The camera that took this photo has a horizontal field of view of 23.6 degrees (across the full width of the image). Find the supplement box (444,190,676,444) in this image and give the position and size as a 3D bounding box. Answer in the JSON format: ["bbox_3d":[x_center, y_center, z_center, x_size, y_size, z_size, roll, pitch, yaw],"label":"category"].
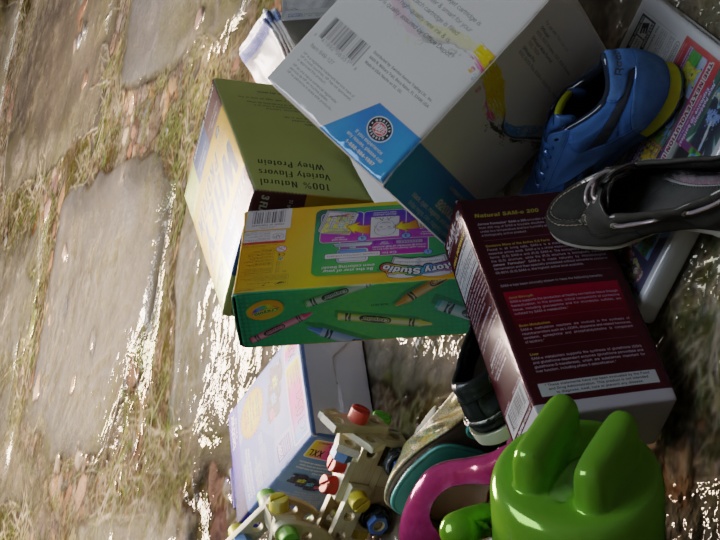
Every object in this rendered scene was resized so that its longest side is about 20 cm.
[{"bbox_3d":[0.141,0.035,1.259,0.061,0.109,0.200,104,156,-51],"label":"supplement box"}]

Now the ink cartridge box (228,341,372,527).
[{"bbox_3d":[-0.067,0.167,1.701,0.200,0.076,0.136,-54,33,41],"label":"ink cartridge box"}]

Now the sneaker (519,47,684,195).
[{"bbox_3d":[0.160,-0.099,1.316,0.200,0.078,0.066,-51,37,43],"label":"sneaker"}]

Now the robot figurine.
[{"bbox_3d":[0.147,0.183,1.164,0.116,0.175,0.200,-51,-33,-44],"label":"robot figurine"}]

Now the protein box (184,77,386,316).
[{"bbox_3d":[-0.040,-0.063,1.594,0.200,0.198,0.135,-114,34,-52],"label":"protein box"}]

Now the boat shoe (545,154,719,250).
[{"bbox_3d":[0.206,-0.055,1.200,0.200,0.057,0.067,-1,52,42],"label":"boat shoe"}]

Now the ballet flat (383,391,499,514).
[{"bbox_3d":[0.086,0.125,1.421,0.200,0.071,0.071,-50,36,33],"label":"ballet flat"}]

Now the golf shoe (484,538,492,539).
[{"bbox_3d":[0.080,0.258,1.356,0.200,0.073,0.092,-40,45,51],"label":"golf shoe"}]

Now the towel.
[{"bbox_3d":[-0.069,-0.163,1.783,0.200,0.024,0.147,66,162,2],"label":"towel"}]

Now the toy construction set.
[{"bbox_3d":[-0.025,0.189,1.536,0.200,0.131,0.092,-60,31,31],"label":"toy construction set"}]

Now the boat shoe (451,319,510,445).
[{"bbox_3d":[0.113,0.040,1.329,0.074,0.066,0.199,-15,36,43],"label":"boat shoe"}]

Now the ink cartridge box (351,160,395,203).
[{"bbox_3d":[0.068,-0.146,1.459,0.200,0.067,0.117,-35,53,11],"label":"ink cartridge box"}]

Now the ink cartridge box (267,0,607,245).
[{"bbox_3d":[0.066,-0.155,1.333,0.200,0.145,0.147,-47,59,3],"label":"ink cartridge box"}]

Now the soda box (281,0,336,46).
[{"bbox_3d":[-0.019,-0.224,1.672,0.200,0.068,0.063,58,-148,-66],"label":"soda box"}]

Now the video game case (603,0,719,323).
[{"bbox_3d":[0.219,-0.088,1.304,0.200,0.023,0.182,-65,28,20],"label":"video game case"}]

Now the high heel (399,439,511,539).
[{"bbox_3d":[0.097,0.191,1.365,0.200,0.067,0.096,-42,29,30],"label":"high heel"}]

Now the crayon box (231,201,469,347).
[{"bbox_3d":[0.000,0.000,1.419,0.119,0.200,0.058,-87,-9,-53],"label":"crayon box"}]
